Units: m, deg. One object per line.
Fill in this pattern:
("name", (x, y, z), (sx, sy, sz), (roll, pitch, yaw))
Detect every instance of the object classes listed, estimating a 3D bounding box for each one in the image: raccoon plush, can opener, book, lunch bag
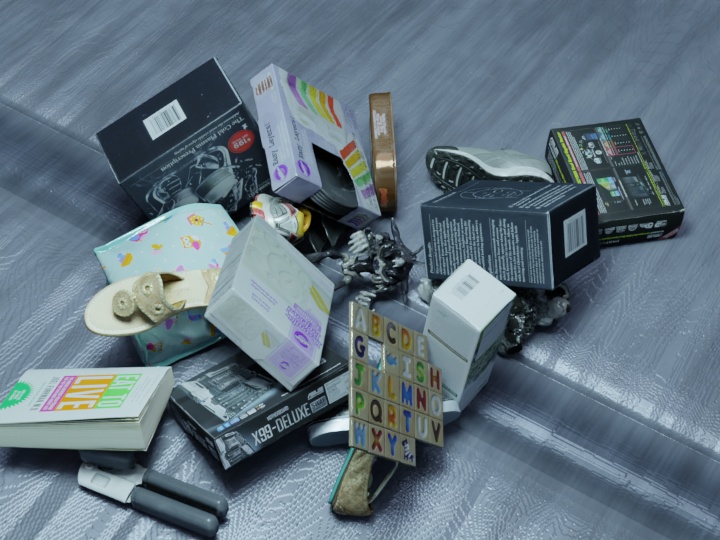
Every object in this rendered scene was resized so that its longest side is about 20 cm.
("raccoon plush", (0.194, 0.021, 1.765), (0.199, 0.098, 0.134), (34, 48, 23))
("can opener", (-0.255, 0.257, 1.549), (0.197, 0.067, 0.054), (17, 51, 18))
("book", (-0.342, 0.167, 1.589), (0.196, 0.049, 0.134), (-3, 27, 11))
("lunch bag", (-0.231, 0.014, 1.719), (0.198, 0.123, 0.171), (-25, 56, -15))

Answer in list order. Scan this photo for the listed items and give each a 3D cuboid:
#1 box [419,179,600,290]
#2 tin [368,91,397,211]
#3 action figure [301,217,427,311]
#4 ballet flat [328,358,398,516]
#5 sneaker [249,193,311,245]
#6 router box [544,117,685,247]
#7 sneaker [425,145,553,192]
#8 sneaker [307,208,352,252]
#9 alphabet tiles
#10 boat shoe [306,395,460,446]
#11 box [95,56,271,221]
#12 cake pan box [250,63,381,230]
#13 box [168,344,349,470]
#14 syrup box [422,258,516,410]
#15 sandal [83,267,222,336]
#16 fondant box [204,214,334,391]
("box", (0.202, -0.052, 1.735), (0.198, 0.109, 0.148), (6, 20, 35))
("tin", (0.033, -0.177, 1.898), (0.041, 0.113, 0.202), (0, 50, -3))
("action figure", (0.000, 0.000, 1.740), (0.197, 0.121, 0.102), (-10, 11, 3))
("ballet flat", (0.022, 0.206, 1.557), (0.064, 0.203, 0.071), (20, 12, 2))
("sneaker", (-0.108, -0.062, 1.771), (0.081, 0.079, 0.200), (0, 9, -2))
("router box", (0.375, -0.131, 1.915), (0.147, 0.063, 0.202), (-7, 51, -10))
("sneaker", (0.193, -0.149, 1.920), (0.197, 0.075, 0.080), (13, 41, -1))
("sneaker", (-0.038, -0.101, 1.863), (0.105, 0.060, 0.200), (58, 27, -5))
("alphabet tiles", (0.045, 0.143, 1.520), (0.007, 0.199, 0.170), (-14, 66, 32))
("boat shoe", (0.027, 0.174, 1.634), (0.196, 0.074, 0.069), (-10, 65, 0))
("box", (-0.230, -0.158, 1.782), (0.198, 0.183, 0.105), (-33, 56, 0))
("cake pan box", (-0.062, -0.165, 1.777), (0.183, 0.052, 0.203), (22, 45, -45))
("box", (-0.124, 0.153, 1.611), (0.198, 0.050, 0.157), (-27, 29, -21))
("syrup box", (0.127, 0.089, 1.626), (0.081, 0.201, 0.079), (37, 57, 19))
("sandal", (-0.241, 0.022, 1.600), (0.208, 0.070, 0.079), (-10, 64, -17))
("fondant box", (-0.108, 0.037, 1.599), (0.144, 0.058, 0.201), (42, 25, -17))
